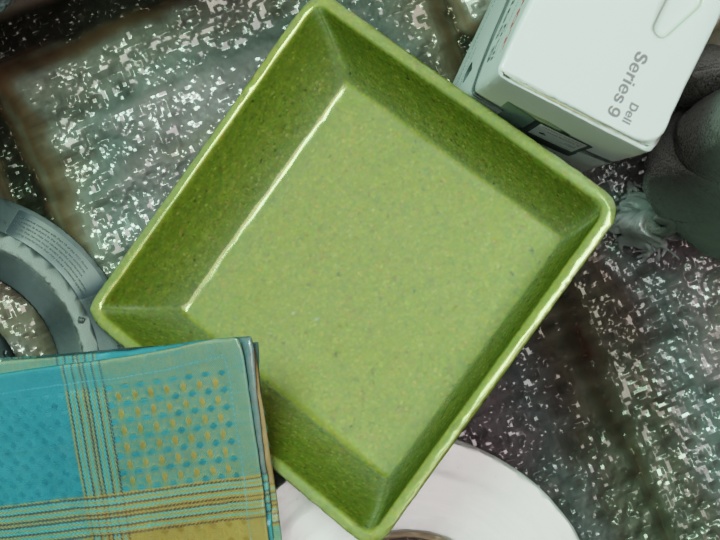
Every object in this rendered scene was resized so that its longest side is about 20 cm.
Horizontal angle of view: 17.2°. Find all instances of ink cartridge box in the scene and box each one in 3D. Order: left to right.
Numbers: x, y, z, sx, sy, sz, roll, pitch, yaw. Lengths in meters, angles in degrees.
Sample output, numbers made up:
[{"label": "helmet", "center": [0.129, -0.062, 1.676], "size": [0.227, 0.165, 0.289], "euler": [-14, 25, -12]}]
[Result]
[{"label": "ink cartridge box", "center": [0.117, -0.132, 1.154], "size": [0.084, 0.200, 0.146], "euler": [26, 86, -4]}]

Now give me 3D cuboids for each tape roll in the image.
[{"label": "tape roll", "center": [0.020, 0.180, 1.206], "size": [0.201, 0.071, 0.204], "euler": [0, 89, -6]}]

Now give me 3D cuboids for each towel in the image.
[{"label": "towel", "center": [-0.107, 0.134, 1.147], "size": [0.146, 0.022, 0.201], "euler": [-5, 100, 14]}]

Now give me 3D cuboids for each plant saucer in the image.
[{"label": "plant saucer", "center": [0.000, 0.000, 1.163], "size": [0.199, 0.048, 0.200], "euler": [37, 93, 24]}]

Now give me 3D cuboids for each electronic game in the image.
[{"label": "electronic game", "center": [-0.210, 0.059, 1.196], "size": [0.199, 0.042, 0.201], "euler": [0, 82, -3]}]

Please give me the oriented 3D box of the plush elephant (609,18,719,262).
[{"label": "plush elephant", "center": [0.221, -0.077, 1.195], "size": [0.165, 0.200, 0.155], "euler": [45, 65, -20]}]

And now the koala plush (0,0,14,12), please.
[{"label": "koala plush", "center": [-0.169, -0.187, 1.110], "size": [0.199, 0.184, 0.178], "euler": [-18, 107, 1]}]
